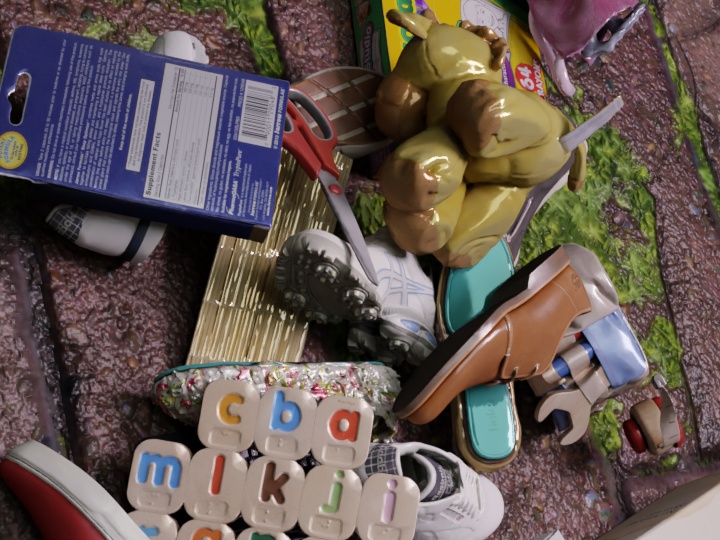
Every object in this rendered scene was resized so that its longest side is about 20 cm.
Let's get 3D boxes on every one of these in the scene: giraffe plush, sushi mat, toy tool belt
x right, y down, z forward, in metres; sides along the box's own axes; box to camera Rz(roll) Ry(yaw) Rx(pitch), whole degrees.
[{"bbox_3d":[0.075,-0.125,1.082,0.200,0.173,0.162,-31,59,-10],"label":"giraffe plush"},{"bbox_3d":[-0.069,-0.007,1.062,0.096,0.012,0.200,19,80,-29],"label":"sushi mat"},{"bbox_3d":[0.174,0.084,1.183,0.123,0.125,0.200,-26,80,-2],"label":"toy tool belt"}]

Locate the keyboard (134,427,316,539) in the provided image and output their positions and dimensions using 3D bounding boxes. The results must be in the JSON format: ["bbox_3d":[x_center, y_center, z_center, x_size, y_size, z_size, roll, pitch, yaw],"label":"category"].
[{"bbox_3d":[-0.061,0.154,1.024,0.200,0.040,0.104,-7,73,-35],"label":"keyboard"}]

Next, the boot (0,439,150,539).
[{"bbox_3d":[-0.194,0.218,0.892,0.144,0.072,0.200,-42,82,-18],"label":"boot"}]

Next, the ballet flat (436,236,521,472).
[{"bbox_3d":[0.091,0.064,1.128,0.069,0.063,0.200,3,75,-9],"label":"ballet flat"}]

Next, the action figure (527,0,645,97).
[{"bbox_3d":[0.158,-0.270,1.274,0.200,0.134,0.149,38,94,3],"label":"action figure"}]

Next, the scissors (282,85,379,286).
[{"bbox_3d":[-0.019,-0.068,1.031,0.073,0.014,0.200,-10,53,-44],"label":"scissors"}]

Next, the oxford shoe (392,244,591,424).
[{"bbox_3d":[0.107,0.062,1.061,0.200,0.071,0.071,-38,95,-26],"label":"oxford shoe"}]

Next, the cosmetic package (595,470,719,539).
[{"bbox_3d":[0.259,0.236,1.163,0.200,0.104,0.073,-20,80,-40],"label":"cosmetic package"}]

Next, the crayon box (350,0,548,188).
[{"bbox_3d":[0.084,-0.173,1.256,0.172,0.058,0.200,6,66,-32],"label":"crayon box"}]

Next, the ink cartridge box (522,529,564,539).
[{"bbox_3d":[0.112,0.294,1.020,0.125,0.129,0.200,-31,89,-39],"label":"ink cartridge box"}]

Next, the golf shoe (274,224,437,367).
[{"bbox_3d":[0.000,0.000,1.072,0.200,0.078,0.097,44,51,-55],"label":"golf shoe"}]

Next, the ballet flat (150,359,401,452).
[{"bbox_3d":[-0.053,0.100,1.020,0.200,0.076,0.064,0,59,-27],"label":"ballet flat"}]

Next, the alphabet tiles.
[{"bbox_3d":[-0.063,0.177,0.952,0.200,0.015,0.196,8,79,3],"label":"alphabet tiles"}]

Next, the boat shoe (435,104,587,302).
[{"bbox_3d":[0.117,-0.054,1.181,0.200,0.067,0.057,-55,133,-8],"label":"boat shoe"}]

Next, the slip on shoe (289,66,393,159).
[{"bbox_3d":[-0.050,-0.110,1.123,0.200,0.061,0.076,-24,87,-32],"label":"slip on shoe"}]

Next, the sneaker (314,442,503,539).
[{"bbox_3d":[0.056,0.170,1.051,0.200,0.080,0.077,18,54,-48],"label":"sneaker"}]

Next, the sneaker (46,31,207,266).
[{"bbox_3d":[-0.170,-0.104,1.039,0.080,0.076,0.200,20,58,-16],"label":"sneaker"}]

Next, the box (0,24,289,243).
[{"bbox_3d":[-0.155,-0.097,0.981,0.200,0.032,0.121,12,66,-13],"label":"box"}]
